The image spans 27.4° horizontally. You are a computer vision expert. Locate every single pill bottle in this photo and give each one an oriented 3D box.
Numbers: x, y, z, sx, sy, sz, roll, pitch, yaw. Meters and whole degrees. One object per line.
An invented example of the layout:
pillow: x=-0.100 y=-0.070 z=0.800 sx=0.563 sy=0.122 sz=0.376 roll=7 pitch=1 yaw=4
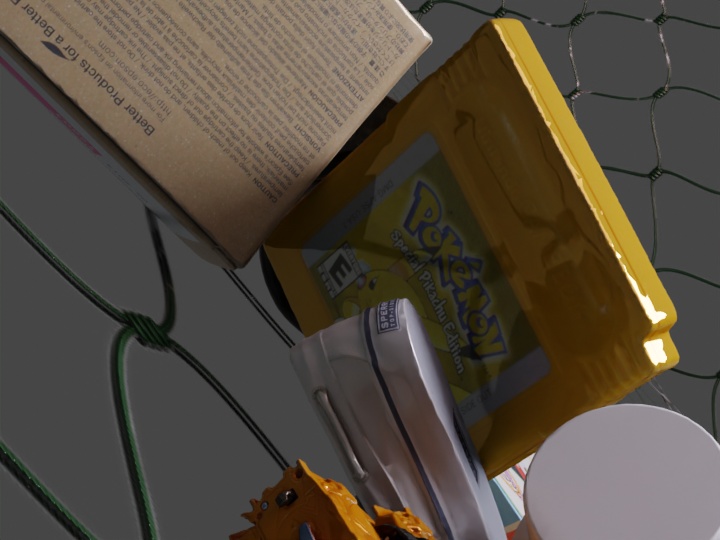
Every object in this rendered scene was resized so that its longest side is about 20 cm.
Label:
pill bottle: x=0.121 y=0.151 z=0.627 sx=0.112 sy=0.111 sz=0.201 roll=-120 pitch=-171 yaw=-45

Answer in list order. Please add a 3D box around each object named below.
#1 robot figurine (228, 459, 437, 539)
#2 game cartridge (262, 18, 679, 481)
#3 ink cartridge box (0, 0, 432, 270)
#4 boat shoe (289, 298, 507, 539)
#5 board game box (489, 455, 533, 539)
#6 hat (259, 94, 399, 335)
robot figurine: x=0.034 y=0.166 z=0.539 sx=0.145 sy=0.058 sz=0.200 roll=34 pitch=18 yaw=-54
game cartridge: x=0.045 y=0.008 z=0.715 sx=0.032 sy=0.200 sz=0.177 roll=-12 pitch=69 yaw=-42
ink cartridge box: x=-0.088 y=-0.128 z=0.750 sx=0.200 sy=0.165 sz=0.075 roll=46 pitch=-12 yaw=-23
boat shoe: x=0.025 y=0.109 z=0.674 sx=0.074 sy=0.065 sz=0.201 roll=-76 pitch=147 yaw=-71
board game box: x=0.102 y=0.154 z=0.912 sx=0.153 sy=0.040 sz=0.200 roll=55 pitch=12 yaw=27
hat: x=0.000 y=0.000 z=0.846 sx=0.201 sy=0.200 sz=0.081 roll=49 pitch=47 yaw=-1
